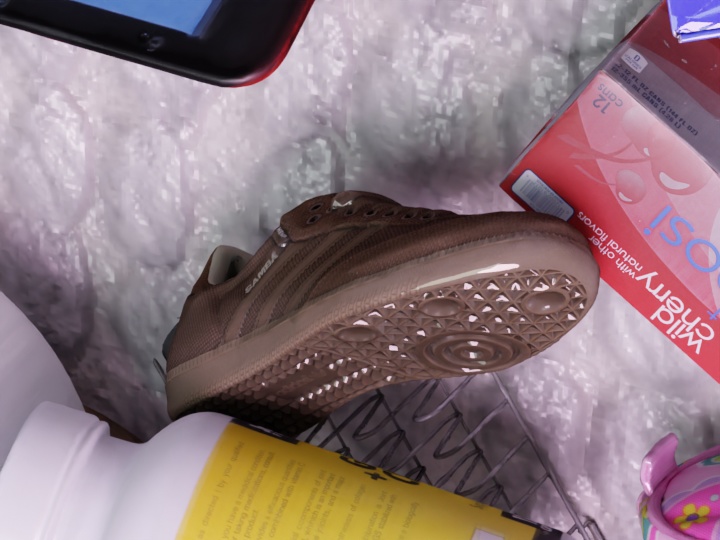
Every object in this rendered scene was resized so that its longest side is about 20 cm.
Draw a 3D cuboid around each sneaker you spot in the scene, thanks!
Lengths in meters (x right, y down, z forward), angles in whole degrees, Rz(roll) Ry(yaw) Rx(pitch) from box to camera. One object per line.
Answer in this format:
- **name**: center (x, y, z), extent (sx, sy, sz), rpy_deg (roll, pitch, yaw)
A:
- **sneaker**: center (0.000, 0.000, 1.030), extent (0.070, 0.076, 0.200), rpy_deg (22, 150, -37)

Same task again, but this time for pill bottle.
- **pill bottle**: center (-0.029, 0.115, 1.040), extent (0.200, 0.112, 0.112), rpy_deg (19, 125, 5)

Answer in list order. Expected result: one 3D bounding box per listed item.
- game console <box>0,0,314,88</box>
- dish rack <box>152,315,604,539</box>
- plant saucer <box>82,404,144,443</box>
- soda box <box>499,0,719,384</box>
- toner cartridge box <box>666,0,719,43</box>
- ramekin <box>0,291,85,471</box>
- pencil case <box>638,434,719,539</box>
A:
- **game console**: center (-0.090, -0.179, 0.987), extent (0.200, 0.119, 0.173), rpy_deg (17, 124, 18)
- **dish rack**: center (0.007, 0.091, 1.130), extent (0.153, 0.055, 0.200), rpy_deg (-20, 106, 34)
- **plant saucer**: center (-0.127, 0.127, 1.232), extent (0.200, 0.029, 0.200), rpy_deg (15, 124, 23)
- **soda box**: center (0.147, 0.005, 0.996), extent (0.200, 0.070, 0.063), rpy_deg (43, 127, 1)
- **toner cartridge box**: center (0.119, -0.170, 0.834), extent (0.095, 0.043, 0.201), rpy_deg (-8, 95, 9)
- **ramekin**: center (-0.197, 0.078, 1.158), extent (0.200, 0.098, 0.201), rpy_deg (16, 127, 22)
- **pencil case**: center (0.142, 0.154, 1.066), extent (0.087, 0.087, 0.200), rpy_deg (7, 120, 24)
